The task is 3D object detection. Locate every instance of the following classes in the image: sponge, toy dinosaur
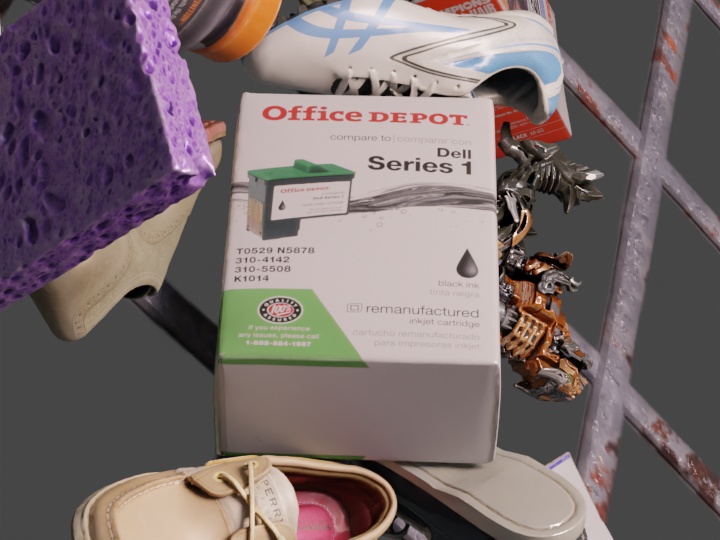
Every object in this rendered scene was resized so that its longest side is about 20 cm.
[{"bbox_3d":[-0.156,-0.048,1.112,0.030,0.200,0.112,12,56,-51],"label":"sponge"},{"bbox_3d":[0.076,-0.016,1.503,0.136,0.102,0.200,-51,123,-41],"label":"toy dinosaur"}]

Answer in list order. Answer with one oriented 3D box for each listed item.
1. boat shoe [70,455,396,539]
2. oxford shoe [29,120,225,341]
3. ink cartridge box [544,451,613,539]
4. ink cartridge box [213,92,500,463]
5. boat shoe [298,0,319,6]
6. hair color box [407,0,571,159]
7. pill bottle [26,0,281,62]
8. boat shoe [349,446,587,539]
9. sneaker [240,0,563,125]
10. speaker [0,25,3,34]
[{"bbox_3d":[-0.057,0.121,1.227,0.200,0.069,0.074,-2,65,-54],"label":"boat shoe"},{"bbox_3d":[-0.123,-0.026,1.281,0.200,0.071,0.074,-42,124,-57],"label":"oxford shoe"},{"bbox_3d":[0.109,0.222,1.390,0.198,0.043,0.201,-23,84,-56],"label":"ink cartridge box"},{"bbox_3d":[0.000,0.000,1.316,0.085,0.145,0.201,91,0,-46],"label":"ink cartridge box"},{"bbox_3d":[-0.021,-0.248,1.576,0.072,0.066,0.202,12,56,-51],"label":"boat shoe"},{"bbox_3d":[0.072,-0.174,1.582,0.200,0.064,0.111,53,27,-50],"label":"hair color box"},{"bbox_3d":[-0.133,-0.180,1.336,0.200,0.106,0.107,25,45,-41],"label":"pill bottle"},{"bbox_3d":[0.042,0.112,1.316,0.075,0.200,0.062,-26,130,-38],"label":"boat shoe"},{"bbox_3d":[0.028,-0.120,1.478,0.199,0.072,0.073,0,64,-18],"label":"sneaker"},{"bbox_3d":[-0.265,-0.122,1.137,0.200,0.081,0.082,18,50,-46],"label":"speaker"}]
